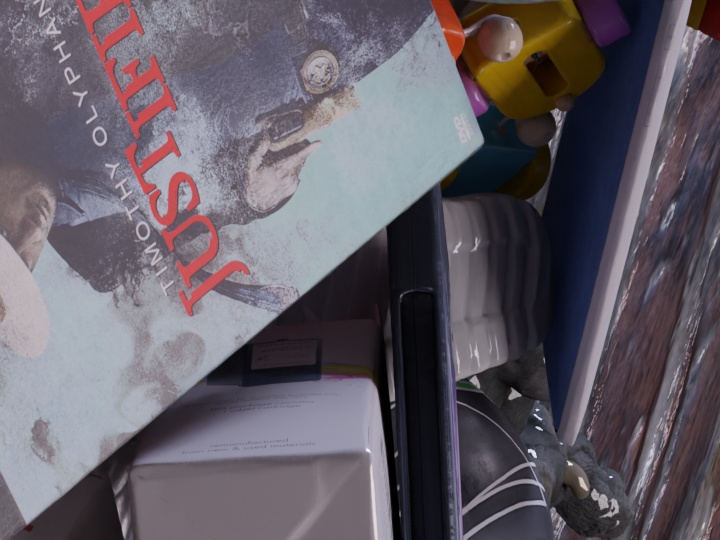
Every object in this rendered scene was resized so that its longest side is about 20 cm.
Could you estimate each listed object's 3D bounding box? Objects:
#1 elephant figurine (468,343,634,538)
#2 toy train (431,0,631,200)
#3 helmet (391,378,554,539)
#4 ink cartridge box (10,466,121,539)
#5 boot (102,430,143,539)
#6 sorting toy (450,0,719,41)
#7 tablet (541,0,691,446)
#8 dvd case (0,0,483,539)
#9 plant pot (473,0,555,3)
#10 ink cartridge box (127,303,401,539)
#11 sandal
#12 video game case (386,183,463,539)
[{"bbox_3d":[0.041,0.081,1.281,0.142,0.154,0.201,-81,169,-51],"label":"elephant figurine"},{"bbox_3d":[0.010,-0.061,1.010,0.150,0.056,0.200,-19,159,-17],"label":"toy train"},{"bbox_3d":[-0.025,0.113,1.061,0.191,0.200,0.200,-61,163,6],"label":"helmet"},{"bbox_3d":[-0.127,0.093,0.829,0.067,0.117,0.200,-57,157,-31],"label":"ink cartridge box"},{"bbox_3d":[-0.107,0.037,0.947,0.096,0.073,0.201,20,83,-66],"label":"boot"},{"bbox_3d":[0.123,-0.175,1.135,0.200,0.069,0.199,-18,130,-50],"label":"sorting toy"},{"bbox_3d":[0.089,-0.052,1.032,0.130,0.014,0.201,-92,-169,-59],"label":"tablet"},{"bbox_3d":[-0.058,-0.043,0.744,0.200,0.022,0.146,-38,118,-33],"label":"dvd case"},{"bbox_3d":[0.046,-0.199,0.948,0.135,0.199,0.201,-98,-157,-72],"label":"plant pot"},{"bbox_3d":[-0.022,0.084,0.849,0.200,0.067,0.118,-83,168,-79],"label":"ink cartridge box"},{"bbox_3d":[0.000,0.008,0.995,0.202,0.050,0.083,8,78,-55],"label":"sandal"},{"bbox_3d":[0.022,0.072,0.874,0.143,0.019,0.201,79,7,-72],"label":"video game case"}]
